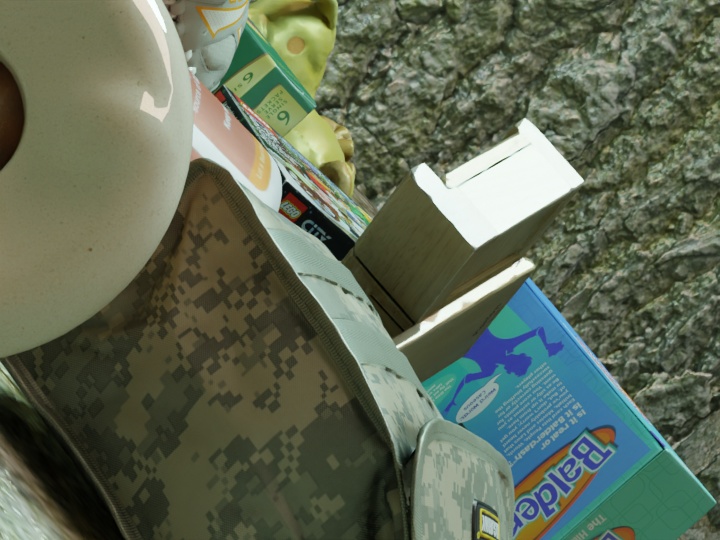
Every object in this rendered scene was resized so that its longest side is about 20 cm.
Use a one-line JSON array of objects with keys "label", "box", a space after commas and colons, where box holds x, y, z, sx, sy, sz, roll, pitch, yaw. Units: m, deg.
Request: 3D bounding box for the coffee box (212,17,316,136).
[{"label": "coffee box", "box": [-0.110, -0.111, 1.781, 0.044, 0.123, 0.200, 47, 5, -33]}]

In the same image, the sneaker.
[{"label": "sneaker", "box": [-0.081, -0.112, 1.261, 0.076, 0.092, 0.200, 10, -4, 7]}]

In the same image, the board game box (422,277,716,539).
[{"label": "board game box", "box": [0.057, 0.097, 1.346, 0.045, 0.152, 0.200, 46, 5, -30]}]

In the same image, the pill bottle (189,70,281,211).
[{"label": "pill bottle", "box": [-0.133, -0.068, 1.170, 0.200, 0.112, 0.112, 46, 4, -24]}]

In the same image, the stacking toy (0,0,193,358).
[{"label": "stacking toy", "box": [-0.131, -0.033, 0.935, 0.146, 0.146, 0.200, 48, -11, 2]}]

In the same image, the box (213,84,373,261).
[{"label": "box", "box": [0.000, 0.000, 1.515, 0.200, 0.038, 0.137, 41, 7, -28]}]

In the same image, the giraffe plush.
[{"label": "giraffe plush", "box": [-0.072, -0.099, 2.012, 0.173, 0.200, 0.162, 43, 34, -84]}]

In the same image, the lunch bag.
[{"label": "lunch bag", "box": [-0.016, 0.078, 1.017, 0.200, 0.118, 0.164, 55, 6, 17]}]

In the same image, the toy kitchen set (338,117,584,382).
[{"label": "toy kitchen set", "box": [-0.052, -0.011, 1.263, 0.180, 0.200, 0.163, 48, 45, 11]}]
